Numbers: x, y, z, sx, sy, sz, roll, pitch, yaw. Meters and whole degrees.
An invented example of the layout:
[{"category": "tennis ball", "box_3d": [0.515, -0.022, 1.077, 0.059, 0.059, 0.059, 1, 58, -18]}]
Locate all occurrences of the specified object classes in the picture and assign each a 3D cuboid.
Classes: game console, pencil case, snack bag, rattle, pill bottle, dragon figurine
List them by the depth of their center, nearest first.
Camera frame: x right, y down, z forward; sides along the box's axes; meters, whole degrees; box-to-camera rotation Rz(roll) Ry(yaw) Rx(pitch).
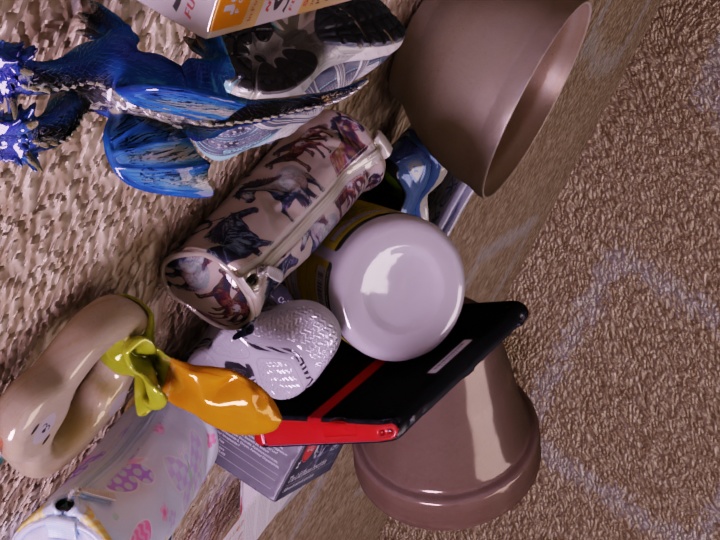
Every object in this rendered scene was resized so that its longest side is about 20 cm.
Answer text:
[{"category": "dragon figurine", "box_3d": [-0.090, -0.074, 0.531, 0.100, 0.197, 0.059, -105, -146, -51]}, {"category": "rattle", "box_3d": [-0.160, 0.110, 0.683, 0.130, 0.143, 0.200, -45, 180, 24]}, {"category": "pencil case", "box_3d": [-0.168, 0.158, 0.797, 0.200, 0.082, 0.092, -56, 135, -66]}, {"category": "pencil case", "box_3d": [-0.056, -0.041, 0.839, 0.200, 0.088, 0.079, -50, 134, -36]}, {"category": "game console", "box_3d": [0.021, 0.082, 0.907, 0.199, 0.175, 0.031, -37, 112, -43]}, {"category": "pill bottle", "box_3d": [0.000, 0.000, 0.939, 0.114, 0.112, 0.200, -59, -158, -2]}, {"category": "snack bag", "box_3d": [0.087, -0.065, 1.320, 0.191, 0.021, 0.200, -62, -171, 1]}]

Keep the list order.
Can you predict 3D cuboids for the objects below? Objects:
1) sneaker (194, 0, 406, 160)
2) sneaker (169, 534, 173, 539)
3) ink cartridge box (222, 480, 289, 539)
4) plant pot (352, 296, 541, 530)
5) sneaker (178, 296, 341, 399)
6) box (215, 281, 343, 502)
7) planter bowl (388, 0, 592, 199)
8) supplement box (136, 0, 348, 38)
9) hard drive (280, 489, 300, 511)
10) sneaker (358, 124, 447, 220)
[{"category": "sneaker", "box_3d": [-0.046, -0.136, 0.750, 0.199, 0.078, 0.087, -35, 166, -46]}, {"category": "sneaker", "box_3d": [-0.205, 0.225, 0.881, 0.202, 0.076, 0.147, -44, 162, -48]}, {"category": "ink cartridge box", "box_3d": [-0.137, 0.281, 1.348, 0.200, 0.050, 0.162, -48, 163, -29]}, {"category": "plant pot", "box_3d": [0.083, 0.122, 1.116, 0.201, 0.198, 0.177, -48, 145, -40]}, {"category": "sneaker", "box_3d": [-0.075, 0.049, 0.901, 0.199, 0.075, 0.115, -30, -162, 42]}, {"category": "box", "box_3d": [-0.056, 0.116, 1.152, 0.184, 0.103, 0.200, -63, 167, 7]}, {"category": "planter bowl", "box_3d": [0.109, -0.187, 1.054, 0.202, 0.133, 0.201, -56, 167, -20]}, {"category": "supplement box", "box_3d": [-0.038, -0.204, 0.584, 0.200, 0.073, 0.127, -38, 154, -58]}, {"category": "hard drive", "box_3d": [-0.061, 0.224, 1.546, 0.132, 0.026, 0.202, -38, 155, -59]}, {"category": "sneaker", "box_3d": [0.026, -0.063, 1.182, 0.089, 0.078, 0.202, -32, 152, -32]}]
